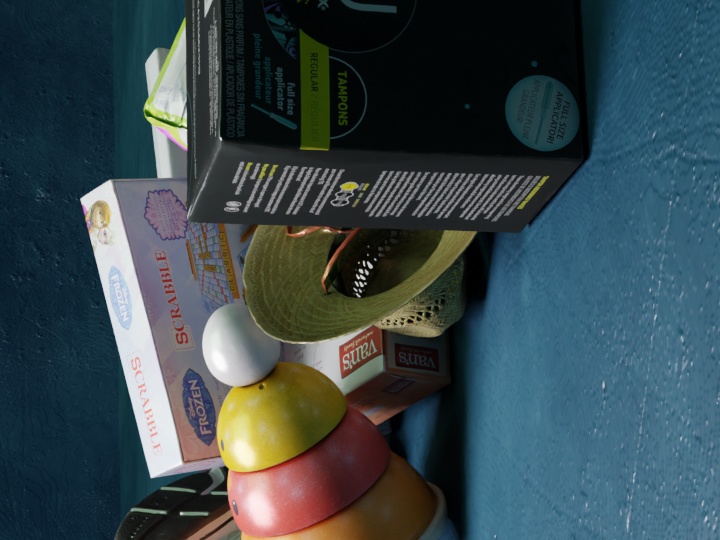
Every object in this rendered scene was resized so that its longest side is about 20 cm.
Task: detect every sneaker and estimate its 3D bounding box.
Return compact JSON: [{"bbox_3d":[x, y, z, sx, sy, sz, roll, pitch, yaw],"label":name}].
[{"bbox_3d":[-0.089,0.197,1.575,0.200,0.075,0.116,-33,-63,-50],"label":"sneaker"}]

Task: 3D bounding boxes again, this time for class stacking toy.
[{"bbox_3d":[-0.045,0.108,1.427,0.201,0.145,0.146,64,176,-16],"label":"stacking toy"}]

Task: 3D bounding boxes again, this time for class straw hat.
[{"bbox_3d":[0.026,-0.004,1.399,0.085,0.200,0.202,52,-167,-32],"label":"straw hat"}]

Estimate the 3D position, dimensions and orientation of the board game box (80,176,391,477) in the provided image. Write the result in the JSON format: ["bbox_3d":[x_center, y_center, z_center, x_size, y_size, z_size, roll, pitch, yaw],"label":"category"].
[{"bbox_3d":[-0.084,0.033,1.562,0.041,0.199,0.202,-26,74,43],"label":"board game box"}]

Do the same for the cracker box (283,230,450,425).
[{"bbox_3d":[0.000,0.000,1.526,0.134,0.057,0.202,-35,52,52],"label":"cracker box"}]

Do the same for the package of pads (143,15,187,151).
[{"bbox_3d":[-0.049,-0.153,1.460,0.201,0.068,0.154,-65,-29,-8],"label":"package of pads"}]

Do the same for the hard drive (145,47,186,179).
[{"bbox_3d":[-0.094,-0.073,1.697,0.026,0.131,0.201,-48,38,36],"label":"hard drive"}]

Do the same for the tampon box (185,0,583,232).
[{"bbox_3d":[0.009,-0.113,1.236,0.126,0.198,0.151,125,144,-69],"label":"tampon box"}]

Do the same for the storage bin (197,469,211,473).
[{"bbox_3d":[-0.109,0.045,1.718,0.135,0.093,0.201,61,-170,-51],"label":"storage bin"}]
